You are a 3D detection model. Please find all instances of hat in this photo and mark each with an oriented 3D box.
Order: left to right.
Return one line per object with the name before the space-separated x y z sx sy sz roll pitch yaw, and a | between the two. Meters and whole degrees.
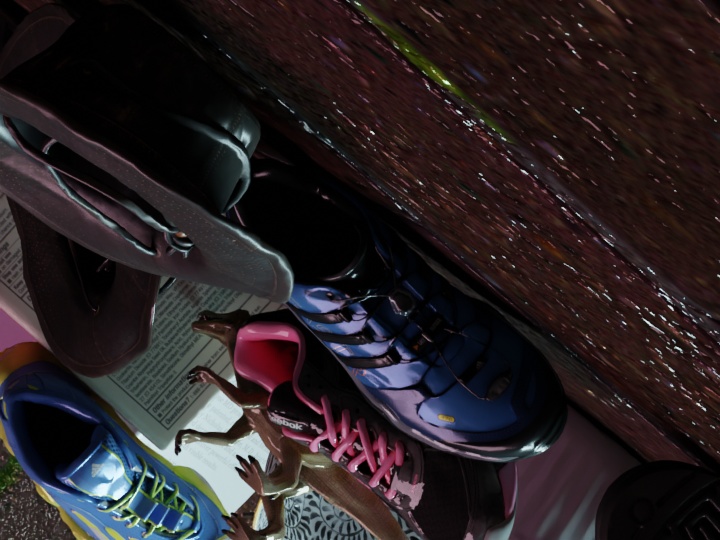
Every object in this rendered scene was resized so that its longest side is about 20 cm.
hat | -0.103 -0.065 0.974 0.199 0.081 0.201 25 169 5
hat | -0.116 -0.046 1.150 0.200 0.080 0.202 36 134 50

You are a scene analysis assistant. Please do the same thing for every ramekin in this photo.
ramekin | 0.085 0.118 1.323 0.202 0.095 0.202 36 175 4

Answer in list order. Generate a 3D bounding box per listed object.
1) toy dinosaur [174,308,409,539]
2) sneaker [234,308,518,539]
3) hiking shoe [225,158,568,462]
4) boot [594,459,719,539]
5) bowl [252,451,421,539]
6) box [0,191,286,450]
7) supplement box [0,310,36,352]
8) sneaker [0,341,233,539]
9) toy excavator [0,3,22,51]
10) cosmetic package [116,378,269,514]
toy dinosaur | -0.029 0.098 1.203 0.200 0.101 0.058 51 138 8
sneaker | 0.001 0.079 1.150 0.095 0.080 0.200 -1 -148 -34
hiking shoe | 0.009 0.021 1.079 0.199 0.075 0.087 35 175 14
boot | 0.167 0.152 1.168 0.211 0.080 0.158 39 174 -26
bowl | 0.016 0.119 1.497 0.201 0.200 0.095 42 -160 -44
box | -0.143 -0.019 1.292 0.200 0.128 0.109 43 -178 -14
supplement box | -0.257 -0.047 1.495 0.131 0.103 0.201 43 -144 -43
sneaker | -0.137 0.127 1.275 0.200 0.076 0.105 44 -179 -9
toy excavator | -0.187 -0.085 1.432 0.194 0.100 0.200 40 -173 -12
cosmetic package | -0.140 0.070 1.662 0.165 0.200 0.165 44 -179 34
